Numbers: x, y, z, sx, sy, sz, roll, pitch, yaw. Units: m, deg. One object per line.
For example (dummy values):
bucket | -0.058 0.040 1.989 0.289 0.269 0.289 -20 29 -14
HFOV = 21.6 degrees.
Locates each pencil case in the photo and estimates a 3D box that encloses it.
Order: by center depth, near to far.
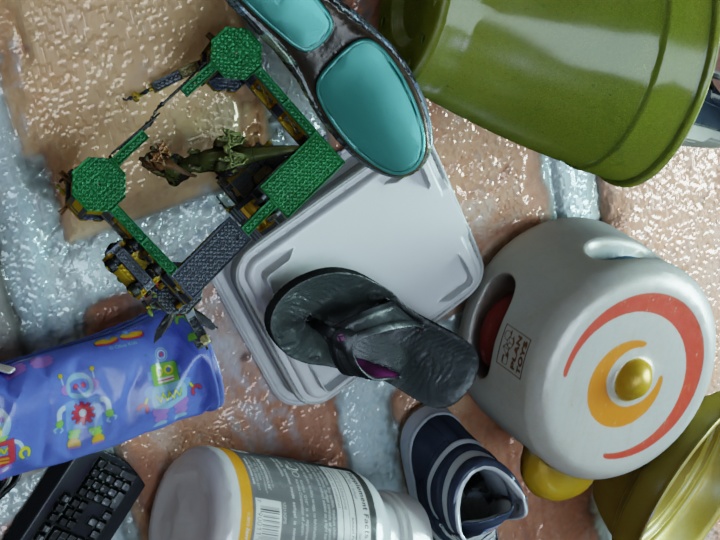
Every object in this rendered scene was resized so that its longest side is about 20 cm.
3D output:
pencil case | -0.193 0.082 1.308 0.198 0.078 0.088 -16 116 -24

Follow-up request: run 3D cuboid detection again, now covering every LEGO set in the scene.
LEGO set | -0.113 -0.059 1.295 0.153 0.116 0.201 39 73 -8

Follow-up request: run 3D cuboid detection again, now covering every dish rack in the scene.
dish rack | 0.000 0.000 1.409 0.199 0.043 0.173 -36 124 -14

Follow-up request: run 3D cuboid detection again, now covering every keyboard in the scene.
keyboard | -0.249 0.209 1.365 0.127 0.021 0.201 32 92 -36

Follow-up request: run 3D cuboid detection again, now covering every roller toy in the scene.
roller toy | 0.179 0.064 1.481 0.199 0.140 0.183 -37 124 -11

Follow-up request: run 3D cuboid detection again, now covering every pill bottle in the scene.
pill bottle | -0.050 0.202 1.421 0.198 0.116 0.117 14 103 -35

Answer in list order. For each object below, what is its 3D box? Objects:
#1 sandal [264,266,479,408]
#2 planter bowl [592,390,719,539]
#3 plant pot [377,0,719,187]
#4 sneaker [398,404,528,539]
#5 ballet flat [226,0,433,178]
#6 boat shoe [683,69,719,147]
sandal | 0.018 0.052 1.385 0.199 0.048 0.076 21 99 -37
planter bowl | 0.253 0.167 1.585 0.200 0.083 0.202 -41 150 -29
plant pot | 0.121 -0.175 1.327 0.191 0.200 0.202 10 106 -21
sneaker | 0.091 0.212 1.512 0.070 0.108 0.202 -26 122 -17
ballet flat | -0.021 -0.151 1.273 0.074 0.074 0.201 -40 105 -9
boat shoe | 0.251 -0.126 1.460 0.199 0.074 0.063 -3 92 -57
